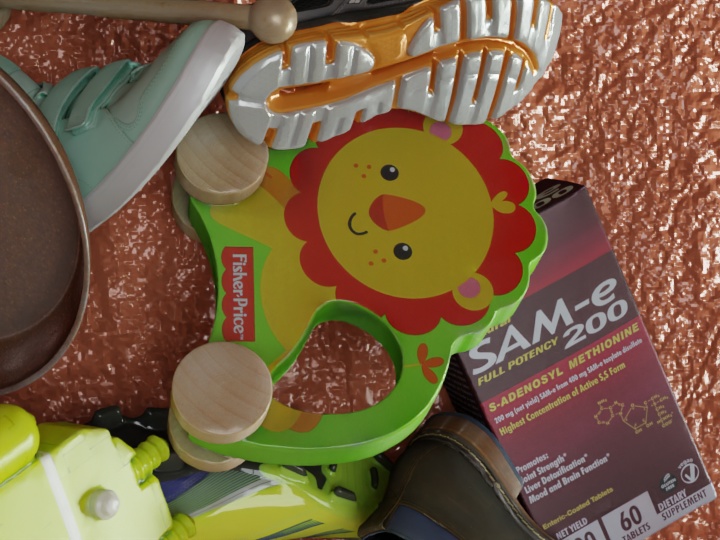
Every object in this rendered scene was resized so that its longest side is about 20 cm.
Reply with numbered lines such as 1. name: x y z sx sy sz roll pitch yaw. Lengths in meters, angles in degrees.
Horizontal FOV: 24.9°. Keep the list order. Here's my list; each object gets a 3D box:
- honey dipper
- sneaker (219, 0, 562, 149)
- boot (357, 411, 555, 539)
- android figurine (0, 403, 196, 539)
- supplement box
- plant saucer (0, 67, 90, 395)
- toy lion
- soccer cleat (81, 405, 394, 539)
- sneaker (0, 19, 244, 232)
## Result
1. honey dipper: -0.125 -0.128 0.776 0.200 0.038 0.038 6 96 15
2. sneaker: 0.014 -0.119 0.825 0.200 0.077 0.078 -10 129 -28
3. boot: 0.075 0.180 0.860 0.200 0.075 0.097 51 40 -2
4. android figurine: -0.152 0.149 0.747 0.200 0.041 0.182 -34 118 -43
5. supplement box: 0.109 0.061 0.913 0.109 0.061 0.200 -28 103 -11
6. plant saucer: -0.206 -0.034 0.754 0.200 0.034 0.201 11 122 18
7. toy lion: 0.000 0.000 0.825 0.191 0.069 0.200 2 66 -8
8. soccer cleat: -0.068 0.123 0.876 0.200 0.065 0.084 10 123 -22
9. sneaker: -0.149 -0.080 0.764 0.118 0.074 0.200 46 127 -12
